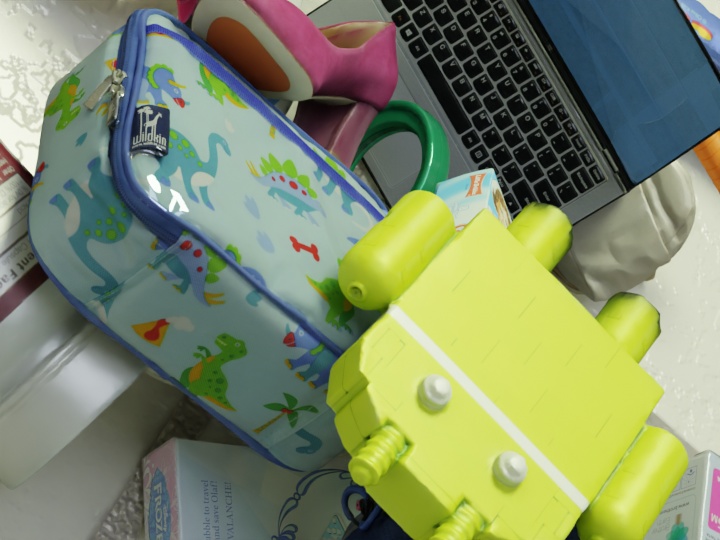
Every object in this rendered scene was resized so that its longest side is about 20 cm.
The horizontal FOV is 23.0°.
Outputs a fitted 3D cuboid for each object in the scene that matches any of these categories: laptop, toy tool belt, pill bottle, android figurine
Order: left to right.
[{"bbox_3d":[-0.191,-0.006,0.808,0.200,0.114,0.114,49,51,-6],"label":"pill bottle"},{"bbox_3d":[0.075,-0.111,0.968,0.188,0.199,0.116,60,11,5],"label":"laptop"},{"bbox_3d":[0.063,0.051,0.785,0.182,0.041,0.200,47,45,1],"label":"android figurine"},{"bbox_3d":[0.130,-0.082,1.080,0.201,0.124,0.123,63,11,3],"label":"toy tool belt"}]

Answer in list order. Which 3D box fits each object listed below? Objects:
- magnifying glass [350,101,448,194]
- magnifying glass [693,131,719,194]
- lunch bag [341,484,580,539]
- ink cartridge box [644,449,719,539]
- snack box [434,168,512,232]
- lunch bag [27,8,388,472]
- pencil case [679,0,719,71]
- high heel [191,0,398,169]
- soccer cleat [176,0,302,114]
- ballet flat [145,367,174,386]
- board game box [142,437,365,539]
[{"bbox_3d":[0.000,0.000,0.961,0.022,0.079,0.202,36,60,-42],"label":"magnifying glass"},{"bbox_3d":[0.178,-0.121,1.051,0.201,0.022,0.080,54,20,-16],"label":"magnifying glass"},{"bbox_3d":[0.062,0.175,0.826,0.200,0.136,0.133,44,50,-7],"label":"lunch bag"},{"bbox_3d":[0.145,0.205,0.934,0.042,0.119,0.201,31,54,-24],"label":"ink cartridge box"},{"bbox_3d":[0.080,0.062,0.931,0.117,0.037,0.201,-74,146,-58],"label":"snack box"},{"bbox_3d":[-0.060,-0.017,0.823,0.200,0.082,0.161,42,27,-29],"label":"lunch bag"},{"bbox_3d":[0.223,-0.140,1.174,0.199,0.087,0.078,35,86,-15],"label":"pencil case"},{"bbox_3d":[-0.029,-0.126,0.901,0.067,0.200,0.097,16,76,16],"label":"high heel"},{"bbox_3d":[-0.066,-0.132,0.981,0.086,0.069,0.202,51,47,-54],"label":"soccer cleat"},{"bbox_3d":[-0.095,0.015,0.903,0.074,0.074,0.201,-23,79,-39],"label":"ballet flat"},{"bbox_3d":[-0.010,0.193,0.883,0.197,0.043,0.202,11,63,-32],"label":"board game box"}]
